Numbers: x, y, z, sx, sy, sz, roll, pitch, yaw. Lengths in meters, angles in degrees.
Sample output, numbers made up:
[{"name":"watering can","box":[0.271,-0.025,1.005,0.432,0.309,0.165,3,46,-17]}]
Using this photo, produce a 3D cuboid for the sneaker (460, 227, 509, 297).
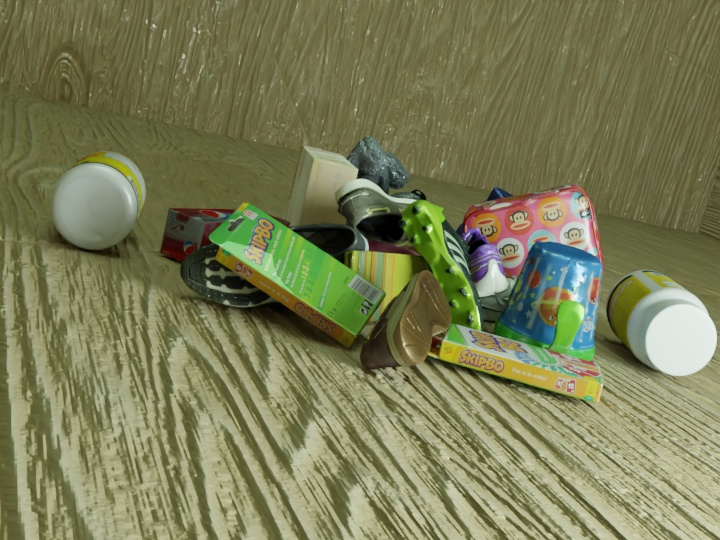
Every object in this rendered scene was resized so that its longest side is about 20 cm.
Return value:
[{"name":"sneaker","box":[0.152,-0.020,1.450,0.079,0.085,0.200,-10,10,-15]}]

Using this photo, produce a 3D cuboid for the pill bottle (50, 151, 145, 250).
[{"name":"pill bottle","box":[-0.343,-0.098,1.400,0.108,0.111,0.200,11,10,-9]}]

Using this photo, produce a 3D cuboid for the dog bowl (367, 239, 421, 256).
[{"name":"dog bowl","box":[0.000,0.000,1.422,0.197,0.075,0.200,13,10,-2]}]

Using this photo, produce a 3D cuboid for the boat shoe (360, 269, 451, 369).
[{"name":"boat shoe","box":[0.047,0.058,1.164,0.071,0.073,0.200,-24,13,23]}]

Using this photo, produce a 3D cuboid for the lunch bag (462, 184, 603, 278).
[{"name":"lunch bag","box":[0.255,-0.025,1.564,0.197,0.179,0.082,-13,11,8]}]

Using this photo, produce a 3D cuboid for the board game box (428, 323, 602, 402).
[{"name":"board game box","box":[0.174,0.102,1.204,0.197,0.030,0.096,12,10,9]}]

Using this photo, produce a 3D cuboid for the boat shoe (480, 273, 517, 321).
[{"name":"boat shoe","box":[0.207,0.037,1.507,0.197,0.066,0.074,10,11,-18]}]

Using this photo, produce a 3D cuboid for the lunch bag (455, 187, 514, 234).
[{"name":"lunch bag","box":[0.245,-0.052,1.700,0.136,0.133,0.200,45,13,12]}]

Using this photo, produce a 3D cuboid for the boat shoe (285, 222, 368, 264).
[{"name":"boat shoe","box":[-0.089,-0.029,1.323,0.197,0.070,0.057,-6,-20,8]}]

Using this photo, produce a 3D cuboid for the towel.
[{"name":"towel","box":[0.052,0.023,1.340,0.018,0.088,0.198,5,1,45]}]

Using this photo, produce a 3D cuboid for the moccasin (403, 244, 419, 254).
[{"name":"moccasin","box":[0.096,-0.017,1.589,0.073,0.079,0.200,18,8,33]}]

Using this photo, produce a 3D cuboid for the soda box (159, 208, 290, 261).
[{"name":"soda box","box":[-0.184,-0.047,1.460,0.069,0.064,0.199,20,11,28]}]

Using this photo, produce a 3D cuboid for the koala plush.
[{"name":"koala plush","box":[0.048,-0.094,1.837,0.199,0.185,0.177,39,6,17]}]

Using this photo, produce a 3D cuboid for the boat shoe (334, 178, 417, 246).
[{"name":"boat shoe","box":[0.042,-0.065,1.447,0.201,0.072,0.061,20,43,-49]}]

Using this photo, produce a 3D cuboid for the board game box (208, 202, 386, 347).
[{"name":"board game box","box":[-0.073,0.001,1.198,0.199,0.030,0.096,35,38,3]}]

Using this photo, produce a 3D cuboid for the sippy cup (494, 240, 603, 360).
[{"name":"sippy cup","box":[0.254,0.036,1.378,0.138,0.132,0.177,4,16,-37]}]

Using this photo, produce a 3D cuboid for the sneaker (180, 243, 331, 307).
[{"name":"sneaker","box":[-0.124,0.018,1.258,0.197,0.078,0.088,6,-19,-27]}]

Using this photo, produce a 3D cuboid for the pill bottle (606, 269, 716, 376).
[{"name":"pill bottle","box":[0.413,0.072,1.455,0.113,0.116,0.200,13,10,-1]}]

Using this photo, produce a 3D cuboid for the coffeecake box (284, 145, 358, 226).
[{"name":"coffeecake box","box":[-0.068,-0.105,1.662,0.072,0.156,0.200,11,11,-11]}]

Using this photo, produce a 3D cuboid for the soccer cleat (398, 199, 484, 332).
[{"name":"soccer cleat","box":[0.116,-0.001,1.328,0.080,0.067,0.202,0,62,-48]}]
